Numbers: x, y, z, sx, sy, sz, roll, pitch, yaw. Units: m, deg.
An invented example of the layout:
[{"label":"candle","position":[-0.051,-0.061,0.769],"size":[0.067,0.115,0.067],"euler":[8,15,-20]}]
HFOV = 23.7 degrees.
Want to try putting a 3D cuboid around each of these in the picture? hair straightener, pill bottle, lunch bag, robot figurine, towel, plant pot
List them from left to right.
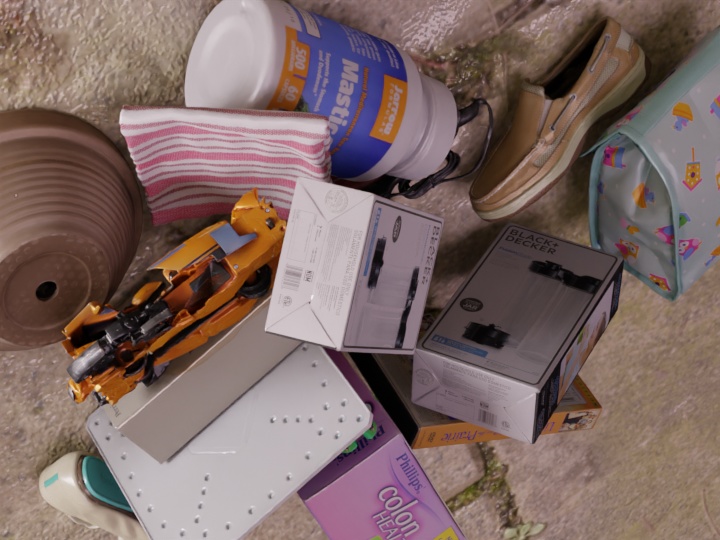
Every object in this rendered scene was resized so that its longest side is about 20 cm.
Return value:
[{"label":"plant pot","position":[-0.245,-0.009,1.264],"size":[0.199,0.093,0.202],"euler":[-18,132,-20]},{"label":"robot figurine","position":[-0.137,0.026,1.264],"size":[0.199,0.058,0.145],"euler":[-35,166,-7]},{"label":"towel","position":[-0.093,-0.073,1.251],"size":[0.145,0.030,0.200],"euler":[1,164,-1]},{"label":"pill bottle","position":[-0.024,-0.131,1.300],"size":[0.199,0.112,0.113],"euler":[14,115,-39]},{"label":"hair straightener","position":[0.031,-0.078,1.435],"size":[0.199,0.041,0.077],"euler":[-35,135,-11]},{"label":"lunch bag","position":[0.283,-0.104,1.494],"size":[0.170,0.122,0.201],"euler":[-41,143,-20]}]

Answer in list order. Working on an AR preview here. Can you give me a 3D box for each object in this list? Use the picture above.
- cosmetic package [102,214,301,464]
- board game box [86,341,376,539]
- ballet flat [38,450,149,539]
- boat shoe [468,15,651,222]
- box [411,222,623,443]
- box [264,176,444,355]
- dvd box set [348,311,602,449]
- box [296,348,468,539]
[{"label":"cosmetic package","position":[-0.123,0.045,1.376],"size":[0.200,0.104,0.073],"euler":[-41,140,0]},{"label":"board game box","position":[-0.106,0.125,1.380],"size":[0.200,0.200,0.026],"euler":[-41,139,1]},{"label":"ballet flat","position":[-0.201,0.211,1.492],"size":[0.069,0.070,0.200],"euler":[-46,133,6]},{"label":"boat shoe","position":[0.155,-0.133,1.454],"size":[0.200,0.072,0.076],"euler":[-49,125,-5]},{"label":"box","position":[0.136,0.049,1.466],"size":[0.200,0.116,0.060],"euler":[-48,149,-45]},{"label":"box","position":[0.000,0.000,1.285],"size":[0.200,0.060,0.118],"euler":[15,88,-73]},{"label":"dvd box set","position":[0.098,0.092,1.526],"size":[0.199,0.147,0.030],"euler":[-3,131,-32]},{"label":"box","position":[-0.019,0.151,1.458],"size":[0.096,0.200,0.176],"euler":[-35,136,-5]}]
